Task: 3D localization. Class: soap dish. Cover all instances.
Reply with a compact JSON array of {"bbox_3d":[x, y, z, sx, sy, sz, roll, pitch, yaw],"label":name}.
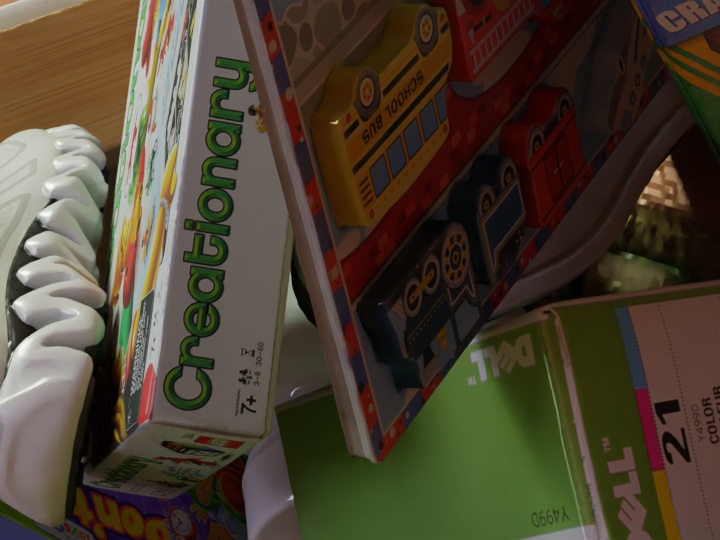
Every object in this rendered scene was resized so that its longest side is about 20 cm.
[{"bbox_3d":[-0.104,-0.029,0.943,0.081,0.200,0.157,41,134,24],"label":"soap dish"}]

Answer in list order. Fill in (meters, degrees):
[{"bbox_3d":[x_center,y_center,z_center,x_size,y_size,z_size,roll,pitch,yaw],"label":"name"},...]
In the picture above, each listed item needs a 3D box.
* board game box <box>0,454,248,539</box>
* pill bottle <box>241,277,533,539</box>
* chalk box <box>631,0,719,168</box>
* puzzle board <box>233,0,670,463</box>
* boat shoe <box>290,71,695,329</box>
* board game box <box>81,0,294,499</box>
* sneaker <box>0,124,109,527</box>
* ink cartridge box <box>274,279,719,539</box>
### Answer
[{"bbox_3d":[-0.095,0.068,0.835,0.045,0.200,0.135,-39,42,21],"label":"board game box"},{"bbox_3d":[0.000,0.000,0.823,0.112,0.112,0.200,-45,39,46],"label":"pill bottle"},{"bbox_3d":[0.105,-0.133,0.554,0.124,0.200,0.124,-15,57,19],"label":"chalk box"},{"bbox_3d":[0.033,-0.071,0.607,0.017,0.151,0.200,5,35,29],"label":"puzzle board"},{"bbox_3d":[0.042,-0.028,0.711,0.200,0.074,0.060,-45,-7,-43],"label":"boat shoe"},{"bbox_3d":[-0.042,-0.043,0.695,0.126,0.035,0.200,140,138,-71],"label":"board game box"},{"bbox_3d":[-0.117,0.003,0.740,0.200,0.081,0.075,-104,23,-68],"label":"sneaker"},{"bbox_3d":[0.017,0.058,0.650,0.148,0.200,0.076,-23,76,58],"label":"ink cartridge box"}]
